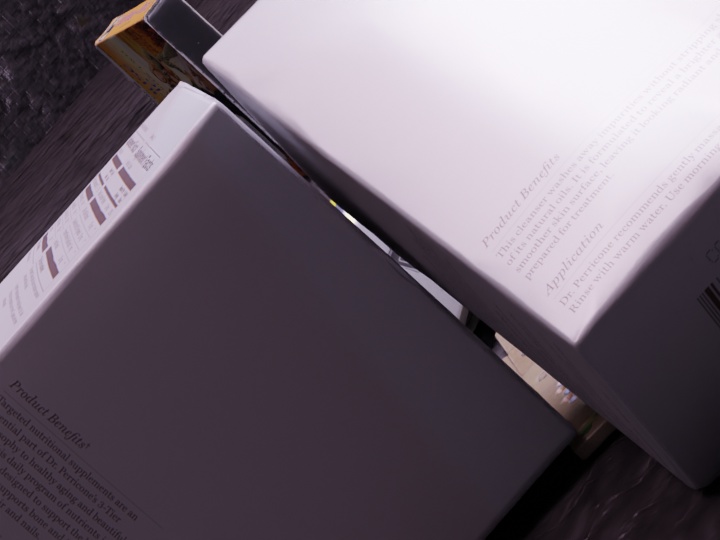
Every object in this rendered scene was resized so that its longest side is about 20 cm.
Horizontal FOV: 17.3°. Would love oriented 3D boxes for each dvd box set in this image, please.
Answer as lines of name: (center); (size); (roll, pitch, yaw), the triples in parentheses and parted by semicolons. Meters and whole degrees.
dvd box set: (-0.098, -0.116, 1.539); (0.029, 0.146, 0.200); (-49, 13, -9)

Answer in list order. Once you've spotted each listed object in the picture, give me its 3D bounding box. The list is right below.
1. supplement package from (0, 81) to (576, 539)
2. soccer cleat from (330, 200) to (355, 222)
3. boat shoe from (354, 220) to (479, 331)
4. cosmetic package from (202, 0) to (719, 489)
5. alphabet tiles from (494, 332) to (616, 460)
supplement package: (-0.064, 0.065, 0.763); (0.200, 0.152, 0.151); (-48, 11, -1)
soccer cleat: (0.000, 0.001, 0.985); (0.200, 0.065, 0.084); (-47, 13, -7)
boat shoe: (0.014, 0.016, 0.911); (0.201, 0.070, 0.064); (-60, -16, -24)
cosmetic package: (0.055, -0.042, 0.675); (0.113, 0.081, 0.200); (-46, 41, -2)
alphabet tiles: (0.105, -0.007, 0.787); (0.200, 0.006, 0.166); (-46, 11, 4)
